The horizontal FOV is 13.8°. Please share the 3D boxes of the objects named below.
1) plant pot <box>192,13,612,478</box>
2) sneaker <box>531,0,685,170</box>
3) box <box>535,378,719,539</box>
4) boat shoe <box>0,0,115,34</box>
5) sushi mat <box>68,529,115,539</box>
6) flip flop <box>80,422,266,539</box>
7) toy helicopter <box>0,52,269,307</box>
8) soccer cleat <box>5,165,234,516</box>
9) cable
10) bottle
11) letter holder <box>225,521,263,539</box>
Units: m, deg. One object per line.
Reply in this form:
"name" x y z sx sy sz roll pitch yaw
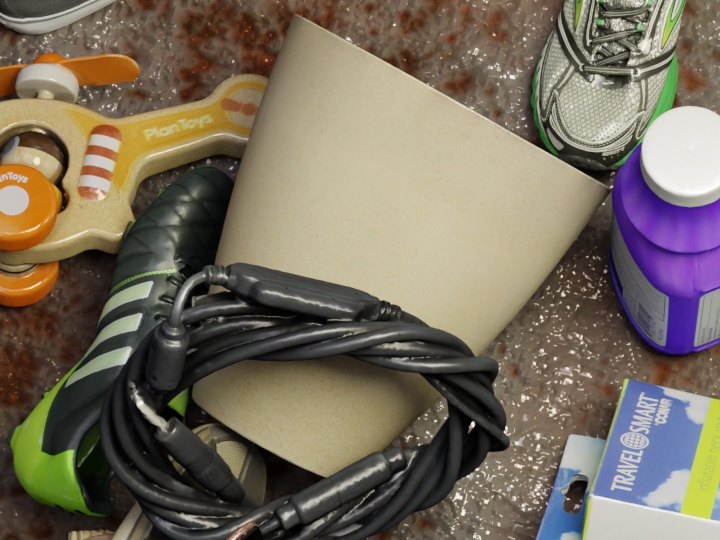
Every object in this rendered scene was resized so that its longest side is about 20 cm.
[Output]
"plant pot" 0.000 0.000 1.527 0.187 0.187 0.200 30 92 14
"sneaker" 0.141 -0.149 1.604 0.078 0.085 0.201 12 73 9
"box" 0.196 0.116 1.495 0.199 0.048 0.122 12 29 9
"boat shoe" -0.122 -0.201 1.653 0.200 0.066 0.070 -25 71 -4
"sushi mat" -0.108 0.229 1.531 0.095 0.012 0.201 -1 71 3
"flip flop" -0.126 0.160 1.516 0.058 0.081 0.200 27 80 46
"toy helicopter" -0.137 -0.072 1.618 0.199 0.079 0.133 -16 63 -13
"soccer cleat" -0.109 0.040 1.560 0.081 0.067 0.200 22 79 43
"cable" -0.023 0.079 1.449 0.199 0.163 0.051 13 31 -19
"bottle" 0.163 -0.023 1.497 0.065 0.200 0.084 -21 69 -4
"letter holder" -0.028 0.182 1.433 0.101 0.200 0.142 42 73 11
